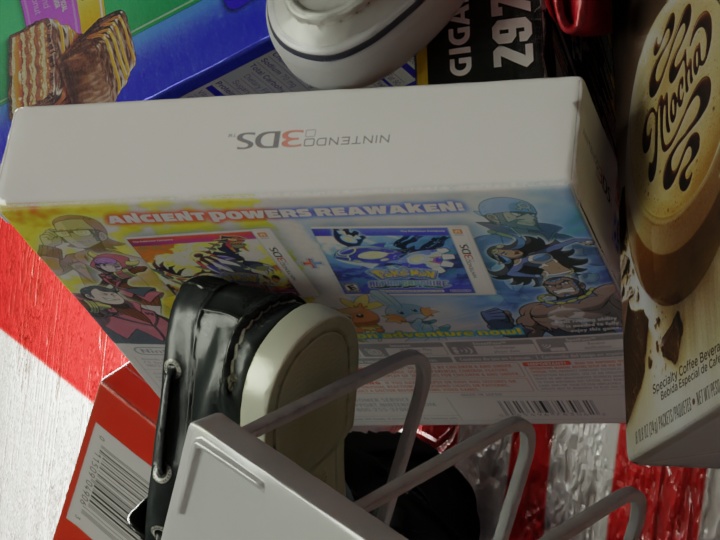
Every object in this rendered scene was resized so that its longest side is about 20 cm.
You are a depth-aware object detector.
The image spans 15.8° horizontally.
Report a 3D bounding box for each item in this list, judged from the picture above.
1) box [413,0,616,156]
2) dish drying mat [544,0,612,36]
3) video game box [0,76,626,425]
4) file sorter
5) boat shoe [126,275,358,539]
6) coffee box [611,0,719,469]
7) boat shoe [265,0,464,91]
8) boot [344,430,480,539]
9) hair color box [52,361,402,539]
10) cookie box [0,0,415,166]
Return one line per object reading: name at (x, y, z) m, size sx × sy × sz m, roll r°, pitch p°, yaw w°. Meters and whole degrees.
box at (0.060, -0.089, 0.948) m, size 0.200 × 0.049 × 0.160 m, roll 59°, pitch -152°, yaw -63°
dish drying mat at (0.083, -0.121, 0.907) m, size 0.200 × 0.018 × 0.077 m, roll -25°, pitch -70°, yaw -75°
video game box at (0.000, 0.000, 0.900) m, size 0.182 × 0.200 × 0.047 m, roll 55°, pitch -143°, yaw -59°
file sorter at (0.044, 0.135, 0.814) m, size 0.200 × 0.124 × 0.139 m, roll 32°, pitch 123°, yaw 28°
boat shoe at (-0.049, 0.086, 0.898) m, size 0.066 × 0.074 × 0.200 m, roll 27°, pitch 134°, yaw 25°
coffee box at (0.133, -0.048, 0.797) m, size 0.113 × 0.080 × 0.200 m, roll 133°, pitch 140°, yaw -66°
boat shoe at (0.022, -0.155, 0.836) m, size 0.200 × 0.072 × 0.066 m, roll -59°, pitch -29°, yaw -9°
boot at (0.029, 0.128, 1.039) m, size 0.162 × 0.198 × 0.073 m, roll 39°, pitch 95°, yaw 36°
hair color box at (-0.039, 0.058, 1.147) m, size 0.064 × 0.200 × 0.111 m, roll 36°, pitch 134°, yaw 17°
cookie box at (-0.068, -0.127, 1.044) m, size 0.200 × 0.075 × 0.171 m, roll -25°, pitch 58°, yaw 21°
